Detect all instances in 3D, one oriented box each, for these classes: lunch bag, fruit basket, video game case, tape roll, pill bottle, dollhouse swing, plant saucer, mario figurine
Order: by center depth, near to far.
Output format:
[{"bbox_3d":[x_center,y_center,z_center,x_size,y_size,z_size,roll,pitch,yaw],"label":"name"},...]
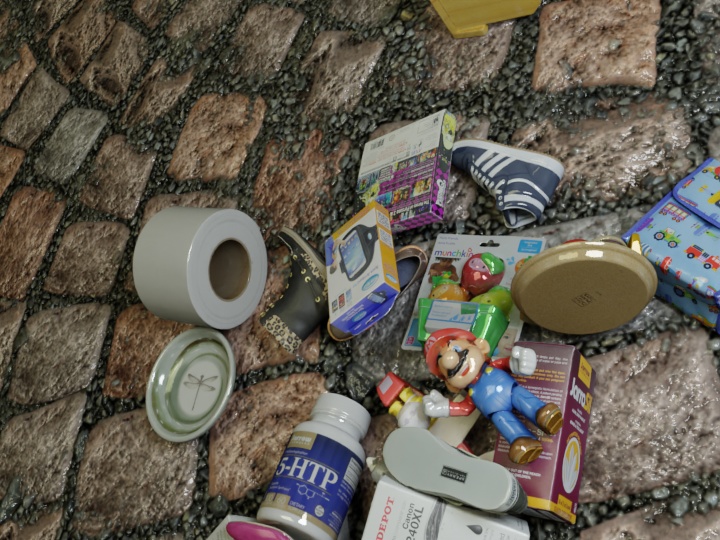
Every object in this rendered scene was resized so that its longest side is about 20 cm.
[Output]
[{"bbox_3d":[0.144,0.141,1.003,0.122,0.107,0.199,-31,49,-23],"label":"mario figurine"},{"bbox_3d":[0.460,-0.047,1.058,0.200,0.095,0.150,-44,50,-9],"label":"lunch bag"},{"bbox_3d":[-0.059,0.287,1.186,0.117,0.120,0.203,1,53,33],"label":"pill bottle"},{"bbox_3d":[0.161,0.031,1.199,0.182,0.094,0.204,5,67,34],"label":"fruit basket"},{"bbox_3d":[0.067,-0.150,1.347,0.198,0.035,0.185,-15,58,48],"label":"video game case"},{"bbox_3d":[0.189,-0.518,1.376,0.173,0.199,0.186,-19,58,25],"label":"dollhouse swing"},{"bbox_3d":[-0.275,-0.007,1.430,0.137,0.202,0.207,6,70,35],"label":"tape roll"},{"bbox_3d":[-0.285,0.202,1.431,0.196,0.050,0.204,-15,60,27],"label":"plant saucer"}]

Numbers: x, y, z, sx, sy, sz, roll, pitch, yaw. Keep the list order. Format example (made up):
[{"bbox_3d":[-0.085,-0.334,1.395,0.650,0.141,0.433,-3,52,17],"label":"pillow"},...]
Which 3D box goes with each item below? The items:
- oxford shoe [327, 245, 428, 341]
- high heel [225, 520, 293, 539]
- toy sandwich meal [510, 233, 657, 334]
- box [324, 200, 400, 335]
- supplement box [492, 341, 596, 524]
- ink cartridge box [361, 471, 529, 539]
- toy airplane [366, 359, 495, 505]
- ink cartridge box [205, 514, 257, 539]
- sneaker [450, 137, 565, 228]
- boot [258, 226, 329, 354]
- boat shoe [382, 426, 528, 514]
[{"bbox_3d":[0.021,0.035,1.284,0.071,0.073,0.200,45,97,1],"label":"oxford shoe"},{"bbox_3d":[-0.102,0.406,1.098,0.196,0.068,0.097,19,66,7],"label":"high heel"},{"bbox_3d":[0.285,0.013,1.064,0.201,0.206,0.071,-15,48,26],"label":"toy sandwich meal"},{"bbox_3d":[0.000,0.000,1.264,0.118,0.041,0.203,-38,36,28],"label":"box"},{"bbox_3d":[0.235,0.206,1.052,0.084,0.110,0.204,2,69,33],"label":"supplement box"},{"bbox_3d":[0.095,0.356,1.025,0.196,0.083,0.149,17,88,10],"label":"ink cartridge box"},{"bbox_3d":[0.099,0.224,1.112,0.195,0.141,0.204,-10,62,28],"label":"toy airplane"},{"bbox_3d":[-0.194,0.472,1.176,0.201,0.086,0.147,-50,39,27],"label":"ink cartridge box"},{"bbox_3d":[0.204,-0.133,1.263,0.197,0.070,0.110,16,75,34],"label":"sneaker"},{"bbox_3d":[-0.115,0.031,1.391,0.151,0.073,0.200,-47,58,2],"label":"boot"},{"bbox_3d":[0.112,0.251,1.006,0.198,0.064,0.072,15,73,43],"label":"boat shoe"}]
